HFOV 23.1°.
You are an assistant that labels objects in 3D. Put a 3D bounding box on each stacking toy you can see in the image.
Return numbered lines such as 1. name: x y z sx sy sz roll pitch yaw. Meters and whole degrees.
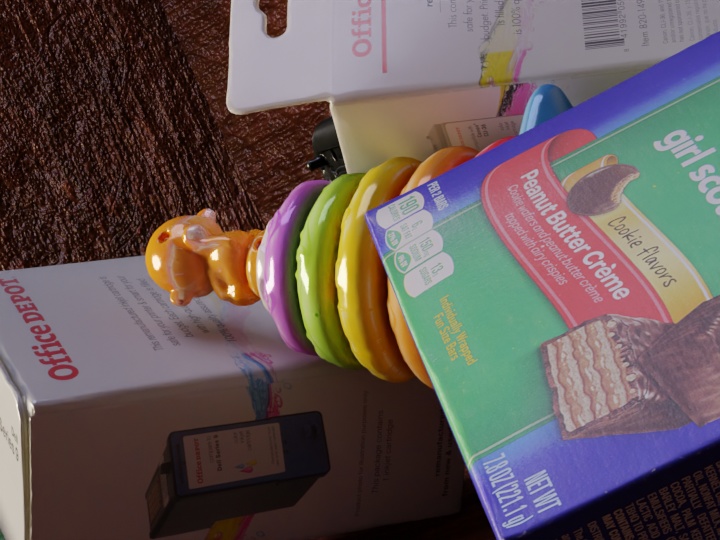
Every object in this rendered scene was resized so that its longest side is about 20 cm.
1. stacking toy: 0.000 0.000 0.693 0.198 0.117 0.110 2 -27 27

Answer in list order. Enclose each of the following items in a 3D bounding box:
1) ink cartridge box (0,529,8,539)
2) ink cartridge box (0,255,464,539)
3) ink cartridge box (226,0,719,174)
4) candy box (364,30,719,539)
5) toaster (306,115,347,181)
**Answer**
1. ink cartridge box: -0.174 0.161 0.844 0.199 0.084 0.146 -24 4 33
2. ink cartridge box: -0.070 0.053 0.776 0.198 0.088 0.145 -5 23 -24
3. ink cartridge box: 0.049 -0.100 0.721 0.198 0.118 0.068 -5 -33 8
4. candy box: 0.117 0.006 0.500 0.198 0.077 0.170 -26 33 2
5. toaster: 0.066 -0.011 0.860 0.118 0.182 0.200 -24 5 -14
